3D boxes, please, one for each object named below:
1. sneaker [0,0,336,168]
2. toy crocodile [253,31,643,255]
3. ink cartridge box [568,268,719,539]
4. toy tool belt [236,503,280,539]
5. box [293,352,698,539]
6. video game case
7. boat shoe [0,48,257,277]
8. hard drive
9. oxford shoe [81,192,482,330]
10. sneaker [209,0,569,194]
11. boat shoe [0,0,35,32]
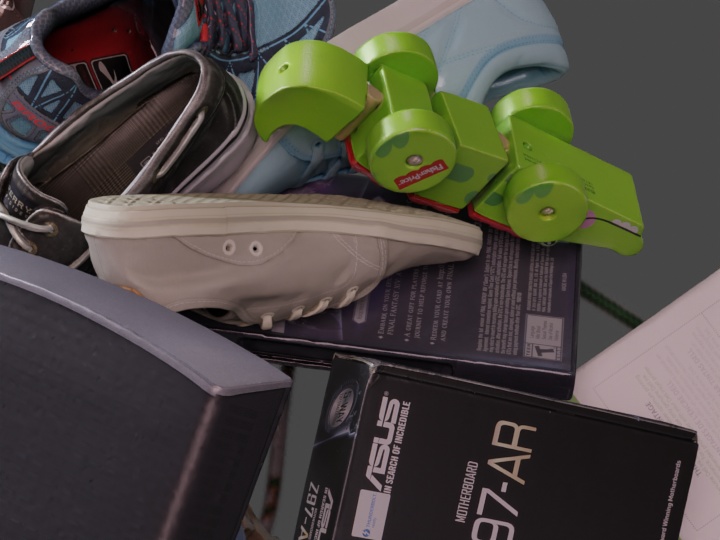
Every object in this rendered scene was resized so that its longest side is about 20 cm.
[{"bbox_3d":[-0.082,-0.102,1.317,0.200,0.096,0.079,-23,77,-34],"label":"sneaker"},{"bbox_3d":[0.044,-0.051,1.290,0.200,0.062,0.068,20,39,-31],"label":"toy crocodile"},{"bbox_3d":[0.138,0.083,1.314,0.200,0.059,0.104,-35,80,-8],"label":"ink cartridge box"},{"bbox_3d":[-0.080,0.139,1.287,0.125,0.123,0.200,-9,64,12],"label":"toy tool belt"},{"bbox_3d":[0.046,0.147,1.218,0.160,0.044,0.200,14,88,-23],"label":"box"},{"bbox_3d":[0.000,0.000,1.310,0.200,0.019,0.143,6,33,2],"label":"video game case"},{"bbox_3d":[-0.135,-0.027,1.257,0.200,0.071,0.072,-44,61,-3],"label":"boat shoe"},{"bbox_3d":[-0.131,0.066,1.172,0.200,0.042,0.135,22,91,34],"label":"hard drive"},{"bbox_3d":[-0.034,-0.004,1.250,0.200,0.075,0.058,-2,96,-38],"label":"oxford shoe"},{"bbox_3d":[0.016,-0.072,1.333,0.200,0.074,0.082,-36,82,-19],"label":"sneaker"},{"bbox_3d":[-0.189,-0.098,1.353,0.059,0.072,0.200,38,82,2],"label":"boat shoe"}]
